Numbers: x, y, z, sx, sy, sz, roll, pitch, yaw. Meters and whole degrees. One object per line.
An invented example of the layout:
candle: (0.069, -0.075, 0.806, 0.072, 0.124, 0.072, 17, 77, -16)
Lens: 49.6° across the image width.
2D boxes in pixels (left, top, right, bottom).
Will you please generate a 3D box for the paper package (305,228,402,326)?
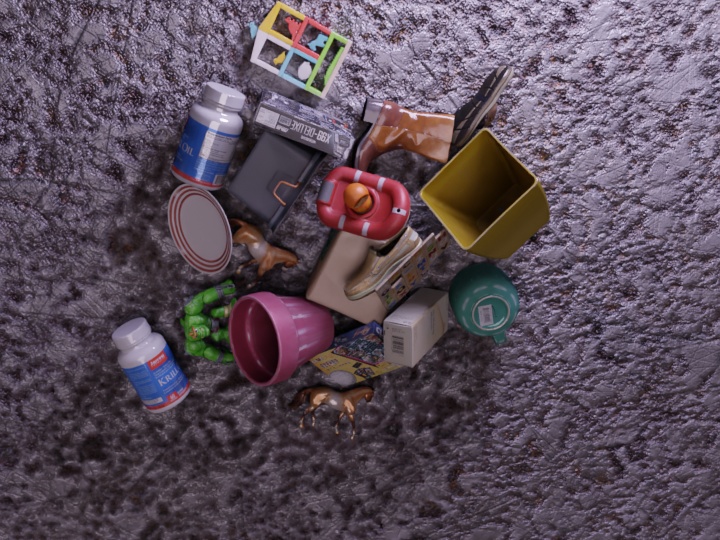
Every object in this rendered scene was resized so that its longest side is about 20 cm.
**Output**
paper package: (0.000, 0.000, 1.735, 0.190, 0.104, 0.200, 24, 109, -14)

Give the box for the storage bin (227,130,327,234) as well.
storage bin: (-0.180, -0.197, 1.628, 0.134, 0.146, 0.200, 34, 106, -6)

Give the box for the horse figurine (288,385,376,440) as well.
horse figurine: (-0.072, 0.329, 1.889, 0.199, 0.050, 0.133, 15, 98, -4)

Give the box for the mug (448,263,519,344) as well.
mug: (0.299, 0.082, 1.787, 0.185, 0.114, 0.152, 31, 107, -15)

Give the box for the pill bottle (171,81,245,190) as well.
pill bottle: (-0.306, -0.275, 1.591, 0.112, 0.112, 0.201, 19, 109, -12)

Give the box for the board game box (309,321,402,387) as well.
board game box: (-0.005, 0.197, 1.795, 0.200, 0.035, 0.135, -24, 128, 32)

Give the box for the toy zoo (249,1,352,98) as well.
toy zoo: (-0.134, -0.453, 1.581, 0.200, 0.020, 0.131, 25, 108, -15)

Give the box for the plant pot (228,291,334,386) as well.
plant pot: (-0.165, 0.136, 1.721, 0.179, 0.200, 0.201, -14, 120, -41)

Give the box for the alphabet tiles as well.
alphabet tiles: (0.115, -0.004, 1.650, 0.200, 0.167, 0.008, -44, 70, -5)

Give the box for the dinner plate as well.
dinner plate: (-0.338, -0.090, 1.658, 0.200, 0.024, 0.201, 19, 121, 35)

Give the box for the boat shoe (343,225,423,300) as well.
boat shoe: (0.036, -0.021, 1.634, 0.200, 0.072, 0.076, -40, 123, 0)

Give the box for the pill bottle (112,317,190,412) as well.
pill bottle: (-0.479, 0.213, 1.769, 0.112, 0.112, 0.200, -23, 113, 5)

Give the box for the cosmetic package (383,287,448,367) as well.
cosmetic package: (0.126, 0.124, 1.741, 0.073, 0.200, 0.104, 10, 116, 27)

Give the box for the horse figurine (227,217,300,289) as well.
horse figurine: (-0.243, -0.049, 1.716, 0.132, 0.050, 0.200, -31, 116, 17)

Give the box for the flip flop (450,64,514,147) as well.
flip flop: (0.260, -0.339, 1.639, 0.057, 0.081, 0.200, 31, 102, -31)

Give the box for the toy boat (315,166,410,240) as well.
toy boat: (0.001, -0.141, 1.576, 0.199, 0.131, 0.131, 17, 86, 13)

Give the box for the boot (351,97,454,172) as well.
boot: (0.088, -0.259, 1.662, 0.199, 0.068, 0.189, 12, 100, -10)

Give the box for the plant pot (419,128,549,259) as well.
plant pot: (0.282, -0.139, 1.648, 0.200, 0.200, 0.176, -44, 140, 13)

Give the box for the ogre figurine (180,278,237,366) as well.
ogre figurine: (-0.342, 0.125, 1.767, 0.119, 0.098, 0.200, -5, 130, -22)

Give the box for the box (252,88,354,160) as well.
box: (-0.115, -0.298, 1.573, 0.199, 0.158, 0.050, 19, 109, -13)
